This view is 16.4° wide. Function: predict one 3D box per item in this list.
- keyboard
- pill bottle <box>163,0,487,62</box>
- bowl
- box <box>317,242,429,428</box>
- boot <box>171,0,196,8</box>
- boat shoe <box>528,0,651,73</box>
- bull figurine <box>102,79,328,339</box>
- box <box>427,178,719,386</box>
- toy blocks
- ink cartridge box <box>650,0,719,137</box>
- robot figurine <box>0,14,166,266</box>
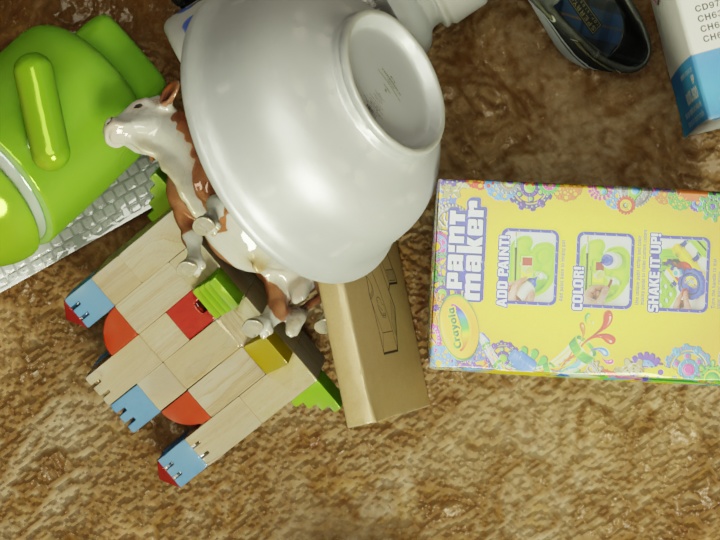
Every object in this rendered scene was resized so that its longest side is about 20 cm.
[{"bbox_3d":[-0.211,-0.039,1.739,0.199,0.011,0.056,-29,88,1],"label":"keyboard"},{"bbox_3d":[-0.022,-0.170,1.684,0.199,0.114,0.114,-31,88,1],"label":"pill bottle"},{"bbox_3d":[-0.011,-0.100,1.535,0.090,0.201,0.202,-25,88,34],"label":"bowl"},{"bbox_3d":[0.000,0.000,1.656,0.021,0.163,0.201,-12,88,15],"label":"box"},{"bbox_3d":[-0.161,-0.243,1.707,0.210,0.079,0.158,-26,88,0],"label":"boot"},{"bbox_3d":[0.131,-0.203,1.654,0.069,0.057,0.200,-52,130,-8],"label":"boat shoe"},{"bbox_3d":[-0.084,-0.035,1.628,0.200,0.122,0.065,36,124,-28],"label":"bull figurine"},{"bbox_3d":[0.141,0.010,1.633,0.191,0.200,0.123,2,89,1],"label":"box"},{"bbox_3d":[-0.125,0.051,1.700,0.137,0.100,0.200,-38,98,15],"label":"toy blocks"},{"bbox_3d":[0.267,-0.208,1.661,0.146,0.145,0.201,-15,88,2],"label":"ink cartridge box"},{"bbox_3d":[-0.224,-0.084,1.669,0.116,0.175,0.200,49,65,-11],"label":"robot figurine"}]
